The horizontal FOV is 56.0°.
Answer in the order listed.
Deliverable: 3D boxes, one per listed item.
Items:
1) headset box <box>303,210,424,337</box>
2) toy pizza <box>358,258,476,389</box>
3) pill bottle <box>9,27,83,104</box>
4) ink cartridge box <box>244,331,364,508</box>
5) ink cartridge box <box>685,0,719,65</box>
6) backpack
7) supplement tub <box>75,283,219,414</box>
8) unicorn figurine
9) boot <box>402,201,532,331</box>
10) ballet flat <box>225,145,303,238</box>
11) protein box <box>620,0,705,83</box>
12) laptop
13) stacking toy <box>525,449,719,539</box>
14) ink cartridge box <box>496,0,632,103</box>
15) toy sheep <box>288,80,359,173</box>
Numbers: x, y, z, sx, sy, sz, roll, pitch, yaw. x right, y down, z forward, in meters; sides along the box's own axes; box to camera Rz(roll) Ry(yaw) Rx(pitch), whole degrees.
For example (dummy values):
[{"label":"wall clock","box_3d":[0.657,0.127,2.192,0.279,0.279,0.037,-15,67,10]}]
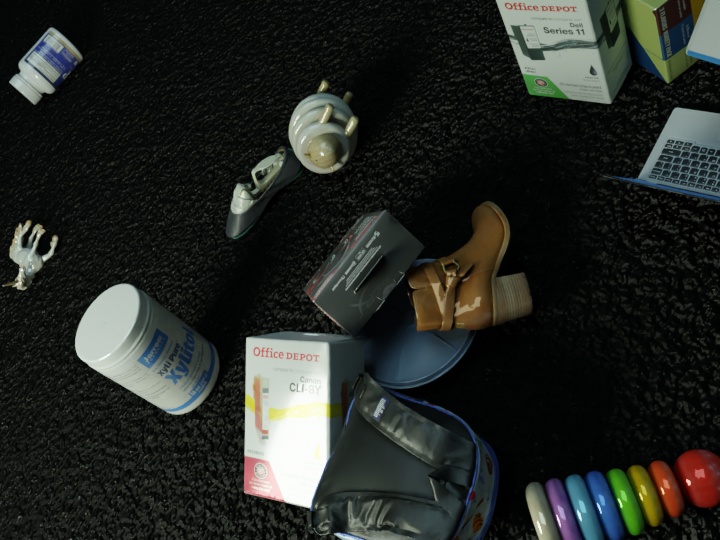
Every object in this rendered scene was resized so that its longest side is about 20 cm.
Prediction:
[{"label":"headset box","box_3d":[0.000,0.000,0.917,0.150,0.075,0.200,-51,9,-3]},{"label":"toy pizza","box_3d":[0.075,0.074,0.943,0.196,0.032,0.204,-17,50,21]},{"label":"pill bottle","box_3d":[-0.917,-0.590,1.969,0.119,0.120,0.201,31,79,42]},{"label":"ink cartridge box","box_3d":[-0.074,0.186,0.873,0.142,0.083,0.206,-1,88,34]},{"label":"ink cartridge box","box_3d":[0.500,-0.268,0.785,0.144,0.196,0.086,38,126,41]},{"label":"backpack","box_3d":[0.059,0.240,0.763,0.187,0.153,0.204,6,69,44]},{"label":"supplement tub","box_3d":[-0.323,0.126,1.050,0.129,0.200,0.135,-16,52,22]},{"label":"unicorn figurine","box_3d":[-0.748,-0.034,1.529,0.198,0.073,0.140,20,81,55]},{"label":"boot","box_3d":[0.130,-0.005,0.901,0.151,0.077,0.204,-10,54,1]},{"label":"ballet flat","box_3d":[-0.189,-0.150,1.240,0.200,0.073,0.073,-46,47,-2]},{"label":"protein box","box_3d":[0.448,-0.420,0.967,0.198,0.135,0.200,-37,47,6]},{"label":"laptop","box_3d":[0.422,-0.140,0.808,0.185,0.116,0.203,22,73,39]},{"label":"stacking toy","box_3d":[0.272,0.231,0.688,0.196,0.086,0.087,-22,50,10]},{"label":"ink cartridge box","box_3d":[0.294,-0.346,0.971,0.145,0.200,0.084,20,71,40]},{"label":"toy sheep","box_3d":[-0.064,-0.248,1.186,0.135,0.139,0.202,-25,35,15]}]
